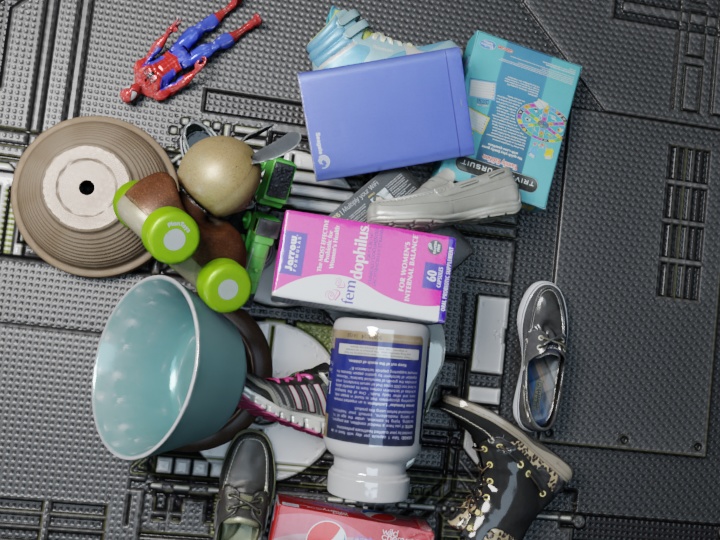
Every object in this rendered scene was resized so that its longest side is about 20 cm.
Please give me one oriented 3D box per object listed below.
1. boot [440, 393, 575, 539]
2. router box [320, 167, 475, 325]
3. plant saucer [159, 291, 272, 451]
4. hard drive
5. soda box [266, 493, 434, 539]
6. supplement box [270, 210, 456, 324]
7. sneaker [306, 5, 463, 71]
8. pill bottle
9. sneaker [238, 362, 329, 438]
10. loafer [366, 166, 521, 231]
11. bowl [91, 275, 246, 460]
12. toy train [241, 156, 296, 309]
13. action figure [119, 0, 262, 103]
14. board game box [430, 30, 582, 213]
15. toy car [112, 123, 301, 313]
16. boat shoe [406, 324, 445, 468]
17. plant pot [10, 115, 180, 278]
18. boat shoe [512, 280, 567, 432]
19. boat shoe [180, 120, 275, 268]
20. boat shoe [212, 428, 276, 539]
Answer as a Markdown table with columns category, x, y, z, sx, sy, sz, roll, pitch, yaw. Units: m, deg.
| category | x | y | z | sx | sy | sz | roll | pitch | yaw |
| --- | --- | --- | --- | --- | --- | --- | --- | --- | --- |
| boot | 0.160 | 0.264 | 1.023 | 0.200 | 0.073 | 0.151 | 35 | 83 | -11 |
| router box | 0.020 | -0.019 | 1.022 | 0.200 | 0.052 | 0.157 | -40 | 93 | -8 |
| plant saucer | -0.208 | 0.126 | 0.991 | 0.200 | 0.032 | 0.201 | 0 | 87 | -10 |
| hard drive | 0.032 | -0.191 | 0.983 | 0.200 | 0.025 | 0.132 | -10 | 100 | -3 |
| soda box | -0.013 | 0.333 | 0.995 | 0.200 | 0.063 | 0.070 | 12 | 85 | -8 |
| supplement box | 0.000 | 0.000 | 0.940 | 0.200 | 0.103 | 0.101 | 9 | 84 | -5 |
| sneaker | 0.025 | -0.289 | 1.023 | 0.200 | 0.080 | 0.131 | -22 | 92 | -10 |
| pill bottle | 0.017 | 0.158 | 0.927 | 0.116 | 0.116 | 0.200 | 6 | 85 | -9 |
| sneaker | -0.075 | 0.147 | 0.981 | 0.200 | 0.074 | 0.088 | 25 | 72 | -24 |
| loafer | 0.101 | -0.088 | 0.981 | 0.200 | 0.070 | 0.070 | -8 | 82 | -18 |
| bowl | -0.203 | 0.113 | 0.897 | 0.105 | 0.201 | 0.201 | 18 | 83 | -46 |
| toy train | -0.120 | -0.043 | 0.951 | 0.042 | 0.056 | 0.200 | 11 | 103 | -27 |
| action figure | -0.218 | -0.274 | 1.002 | 0.200 | 0.052 | 0.065 | -40 | 97 | -6 |
| board game box | 0.192 | -0.195 | 1.060 | 0.151 | 0.047 | 0.200 | 17 | 85 | -8 |
| toy car | -0.148 | -0.083 | 0.878 | 0.200 | 0.164 | 0.158 | -47 | 123 | -7 |
| boat shoe | 0.058 | 0.151 | 1.014 | 0.071 | 0.064 | 0.200 | 15 | 86 | 4 |
| plant pot | -0.319 | -0.091 | 0.953 | 0.200 | 0.093 | 0.201 | 0 | 88 | -8 |
| boat shoe | 0.239 | 0.113 | 1.043 | 0.070 | 0.066 | 0.200 | 12 | 86 | -8 |
| boat shoe | -0.163 | -0.092 | 0.989 | 0.074 | 0.068 | 0.200 | -22 | 91 | -9 |
| boat shoe | -0.142 | 0.298 | 0.974 | 0.072 | 0.066 | 0.201 | 11 | 87 | -10 |
